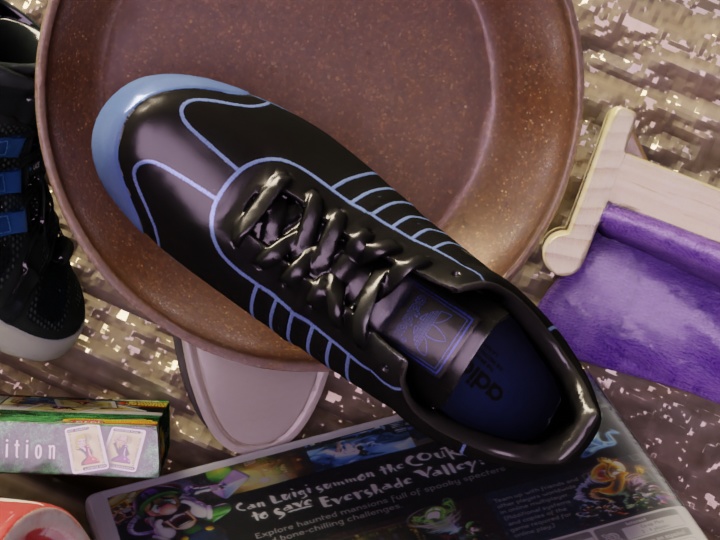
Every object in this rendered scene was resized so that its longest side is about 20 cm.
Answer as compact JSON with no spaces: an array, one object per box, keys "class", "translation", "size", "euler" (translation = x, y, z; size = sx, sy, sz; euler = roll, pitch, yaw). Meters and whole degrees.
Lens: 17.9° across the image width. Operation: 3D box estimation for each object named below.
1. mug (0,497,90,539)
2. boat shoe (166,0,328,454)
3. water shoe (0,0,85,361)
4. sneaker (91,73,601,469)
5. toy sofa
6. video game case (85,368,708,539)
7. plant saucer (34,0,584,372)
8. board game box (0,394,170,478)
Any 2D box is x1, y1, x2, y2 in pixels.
[{"class":"mug","translation":[-0.194,0.114,0.798],"size":[0.200,0.133,0.178],"euler":[0,50,20]},{"class":"boat shoe","translation":[-0.046,-0.033,0.869],"size":[0.067,0.057,0.200],"euler":[-6,98,-13]},{"class":"water shoe","translation":[-0.136,-0.048,0.820],"size":[0.079,0.072,0.200],"euler":[-22,126,12]},{"class":"sneaker","translation":[0.000,0.000,0.776],"size":[0.200,0.078,0.070],"euler":[34,87,-15]},{"class":"toy sofa","translation":[0.164,0.018,0.837],"size":[0.200,0.083,0.098],"euler":[21,94,3]},{"class":"video game case","translation":[0.017,0.109,0.789],"size":[0.200,0.182,0.023],"euler":[-14,121,-10]},{"class":"plant saucer","translation":[-0.019,-0.065,0.823],"size":[0.200,0.037,0.201],"euler":[-2,97,-14]},{"class":"board game box","translation":[-0.171,0.058,0.841],"size":[0.200,0.105,0.023],"euler":[2,94,-3]}]
